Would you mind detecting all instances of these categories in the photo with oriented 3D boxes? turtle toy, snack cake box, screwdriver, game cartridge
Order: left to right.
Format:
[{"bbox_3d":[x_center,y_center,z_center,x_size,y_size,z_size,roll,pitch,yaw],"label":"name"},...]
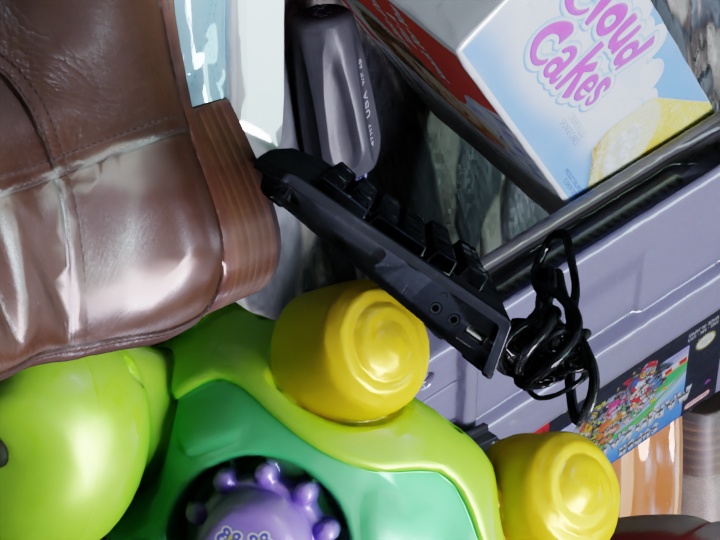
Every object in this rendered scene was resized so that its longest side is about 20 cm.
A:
[{"bbox_3d":[-0.035,0.065,0.794,0.200,0.145,0.102,37,60,-25],"label":"turtle toy"},{"bbox_3d":[0.000,0.000,1.024,0.029,0.028,0.201,-108,-171,-63],"label":"screwdriver"},{"bbox_3d":[0.050,-0.087,1.005,0.067,0.115,0.200,-46,150,-1],"label":"snack cake box"},{"bbox_3d":[0.079,0.027,1.030,0.199,0.038,0.130,-31,142,-24],"label":"game cartridge"}]

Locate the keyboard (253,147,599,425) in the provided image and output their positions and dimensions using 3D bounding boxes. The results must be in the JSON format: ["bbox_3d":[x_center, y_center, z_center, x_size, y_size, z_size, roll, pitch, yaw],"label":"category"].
[{"bbox_3d":[0.024,-0.010,0.769,0.040,0.104,0.200,-51,-178,4],"label":"keyboard"}]

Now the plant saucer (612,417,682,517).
[{"bbox_3d":[0.093,0.087,1.228,0.200,0.037,0.202,1,90,-66],"label":"plant saucer"}]

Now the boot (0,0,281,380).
[{"bbox_3d":[-0.127,-0.045,0.675,0.199,0.064,0.187,-23,80,-43],"label":"boot"}]

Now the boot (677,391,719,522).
[{"bbox_3d":[0.179,0.101,1.410,0.200,0.070,0.147,-47,139,-56],"label":"boot"}]

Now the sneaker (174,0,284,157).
[{"bbox_3d":[-0.068,-0.083,0.828,0.081,0.074,0.202,-1,104,-29],"label":"sneaker"}]

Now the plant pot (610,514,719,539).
[{"bbox_3d":[0.101,0.200,1.078,0.200,0.199,0.179,-40,119,-61],"label":"plant pot"}]

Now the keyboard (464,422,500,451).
[{"bbox_3d":[-0.015,0.135,0.937,0.199,0.021,0.128,-24,121,-48],"label":"keyboard"}]
